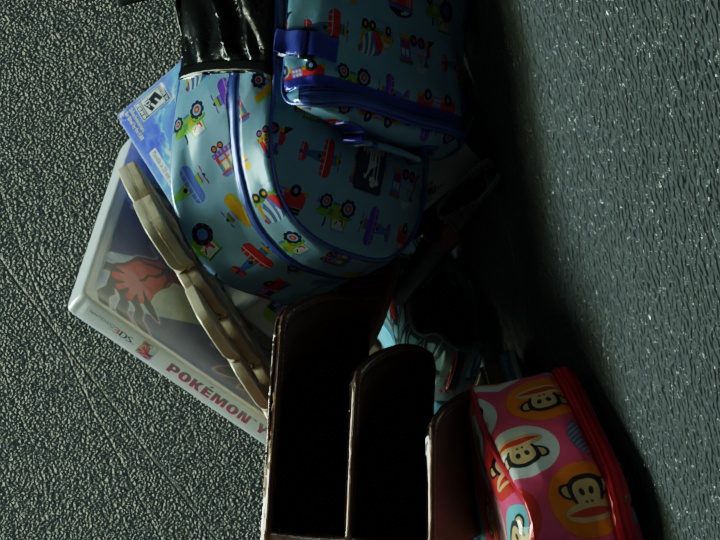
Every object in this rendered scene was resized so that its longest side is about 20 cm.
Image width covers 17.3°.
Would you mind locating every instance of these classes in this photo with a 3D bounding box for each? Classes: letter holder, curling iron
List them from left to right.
[{"bbox_3d":[0.019,0.086,1.382,0.200,0.100,0.143,-2,-86,-76],"label":"letter holder"},{"bbox_3d":[0.049,-0.021,1.530,0.026,0.050,0.200,45,155,4],"label":"curling iron"}]

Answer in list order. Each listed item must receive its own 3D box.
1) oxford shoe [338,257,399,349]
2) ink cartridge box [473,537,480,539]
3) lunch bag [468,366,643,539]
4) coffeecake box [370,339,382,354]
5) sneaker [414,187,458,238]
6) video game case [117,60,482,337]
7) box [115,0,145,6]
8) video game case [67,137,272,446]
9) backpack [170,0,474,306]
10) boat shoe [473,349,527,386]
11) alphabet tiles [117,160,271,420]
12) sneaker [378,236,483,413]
[{"bbox_3d":[0.000,0.000,1.632,0.201,0.070,0.075,-83,-17,-46],"label":"oxford shoe"},{"bbox_3d":[0.058,0.229,1.902,0.137,0.076,0.201,-113,14,-58],"label":"ink cartridge box"},{"bbox_3d":[0.109,0.162,1.342,0.176,0.081,0.201,-112,11,-57],"label":"lunch bag"},{"bbox_3d":[-0.004,0.070,1.801,0.153,0.073,0.200,35,-173,-18],"label":"coffeecake box"},{"bbox_3d":[0.020,-0.095,1.605,0.078,0.111,0.201,57,-137,-64],"label":"sneaker"},{"bbox_3d":[-0.044,-0.088,1.550,0.200,0.181,0.045,55,-173,34],"label":"video game case"},{"bbox_3d":[-0.088,-0.286,1.623,0.149,0.199,0.125,97,157,-69],"label":"box"},{"bbox_3d":[-0.100,0.015,1.579,0.182,0.023,0.200,35,-150,-17],"label":"video game case"},{"bbox_3d":[-0.024,-0.085,1.400,0.182,0.134,0.201,21,-111,-47],"label":"backpack"},{"bbox_3d":[0.079,0.125,1.548,0.200,0.072,0.073,88,168,-54],"label":"boat shoe"},{"bbox_3d":[-0.085,0.026,1.438,0.200,0.015,0.196,58,180,-30],"label":"alphabet tiles"},{"bbox_3d":[0.053,0.023,1.667,0.201,0.079,0.096,-107,32,-49],"label":"sneaker"}]
